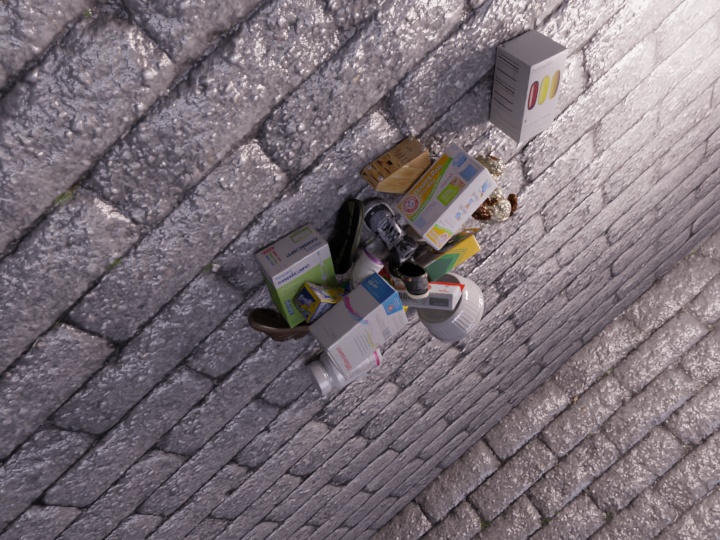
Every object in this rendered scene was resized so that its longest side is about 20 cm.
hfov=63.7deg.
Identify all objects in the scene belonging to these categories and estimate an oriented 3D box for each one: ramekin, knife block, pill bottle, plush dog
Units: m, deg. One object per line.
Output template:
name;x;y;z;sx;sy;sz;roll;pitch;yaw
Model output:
ramekin;0.254;0.099;1.701;0.203;0.203;0.094;-47;132;10
knife block;0.112;-0.209;1.333;0.199;0.064;0.176;-35;144;-8
pill bottle;-0.047;0.265;1.659;0.198;0.114;0.114;-28;144;-17
plush dog;0.297;-0.178;1.446;0.198;0.172;0.162;-15;139;-32

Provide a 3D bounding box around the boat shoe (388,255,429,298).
boat shoe;0.120;-0.001;1.469;0.073;0.202;0.064;-13;116;-11

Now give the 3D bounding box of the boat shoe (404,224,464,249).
boat shoe;0.194;-0.088;1.535;0.198;0.075;0.074;-12;137;-33

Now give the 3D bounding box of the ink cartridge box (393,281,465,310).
ink cartridge box;0.185;0.044;1.520;0.200;0.160;0.051;-45;136;-62

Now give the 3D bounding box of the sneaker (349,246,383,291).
sneaker;0.000;0.000;1.383;0.100;0.074;0.200;-60;-176;3

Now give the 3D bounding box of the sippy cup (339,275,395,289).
sippy cup;0.014;0.103;1.510;0.176;0.141;0.130;-18;148;28

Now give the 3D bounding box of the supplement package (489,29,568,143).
supplement package;0.376;-0.415;1.316;0.113;0.110;0.201;-29;144;-16

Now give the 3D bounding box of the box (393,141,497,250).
box;0.190;-0.164;1.302;0.200;0.113;0.101;-48;148;8

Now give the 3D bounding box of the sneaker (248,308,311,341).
sneaker;-0.201;0.147;1.422;0.199;0.071;0.076;11;122;-48

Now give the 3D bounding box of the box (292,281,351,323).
box;-0.058;0.081;1.336;0.199;0.070;0.065;13;118;-52

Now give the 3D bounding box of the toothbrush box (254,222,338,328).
toothbrush box;-0.138;0.015;1.322;0.145;0.086;0.201;-32;146;-15

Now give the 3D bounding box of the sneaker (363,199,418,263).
sneaker;0.077;-0.088;1.389;0.075;0.114;0.200;-42;145;3

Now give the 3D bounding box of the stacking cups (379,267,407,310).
stacking cups;0.075;0.058;1.595;0.060;0.061;0.200;-38;144;-3

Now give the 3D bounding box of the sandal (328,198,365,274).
sandal;-0.024;-0.074;1.347;0.057;0.080;0.202;-20;142;-48

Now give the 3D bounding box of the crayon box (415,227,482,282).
crayon box;0.240;-0.043;1.585;0.199;0.126;0.052;-34;100;-11

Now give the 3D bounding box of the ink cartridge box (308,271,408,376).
ink cartridge box;-0.002;0.123;1.301;0.199;0.085;0.145;-40;145;-12
